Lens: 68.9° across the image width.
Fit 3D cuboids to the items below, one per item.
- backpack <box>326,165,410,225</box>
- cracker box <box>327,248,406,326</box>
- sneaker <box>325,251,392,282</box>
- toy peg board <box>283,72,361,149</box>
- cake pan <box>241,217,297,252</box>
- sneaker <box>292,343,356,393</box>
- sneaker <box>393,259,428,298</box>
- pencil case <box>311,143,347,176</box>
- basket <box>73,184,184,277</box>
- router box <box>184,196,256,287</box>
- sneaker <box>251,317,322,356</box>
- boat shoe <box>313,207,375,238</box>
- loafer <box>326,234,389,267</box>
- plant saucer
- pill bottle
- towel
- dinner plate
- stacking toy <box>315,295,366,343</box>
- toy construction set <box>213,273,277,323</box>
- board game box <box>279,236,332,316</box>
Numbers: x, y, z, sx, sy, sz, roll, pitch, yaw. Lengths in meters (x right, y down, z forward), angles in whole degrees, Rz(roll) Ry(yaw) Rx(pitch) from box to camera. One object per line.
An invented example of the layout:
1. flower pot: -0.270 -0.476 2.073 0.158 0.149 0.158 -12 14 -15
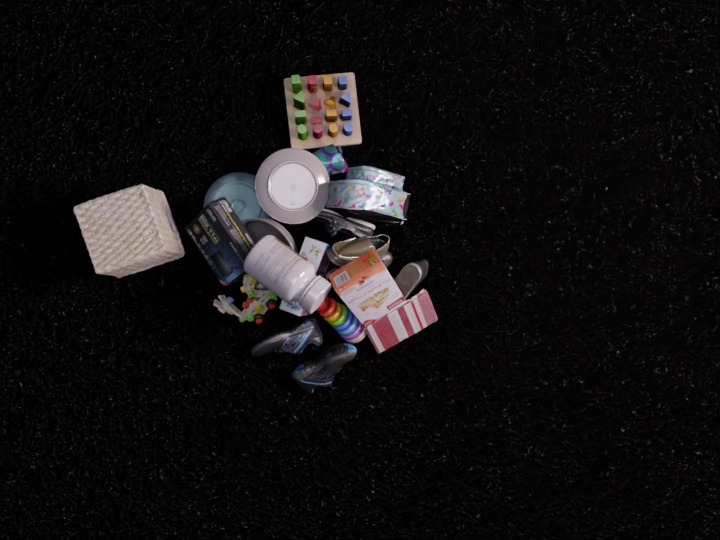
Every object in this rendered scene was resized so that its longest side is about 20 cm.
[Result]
1. backpack: 0.014 -0.198 1.388 0.200 0.177 0.151 0 97 -31
2. cracker box: 0.021 0.049 1.339 0.134 0.200 0.058 -31 50 4
3. sneaker: 0.000 0.000 1.456 0.200 0.090 0.067 -21 93 -4
4. toy peg board: -0.103 -0.446 1.437 0.199 0.098 0.200 -7 92 -4
5. cake pan: -0.251 -0.054 1.410 0.200 0.037 0.200 13 123 22
6. sneaker: -0.088 0.269 1.448 0.200 0.073 0.082 -29 103 20
7. sneaker: 0.118 0.052 1.481 0.075 0.106 0.200 49 116 10
8. pencil case: -0.134 -0.269 1.443 0.200 0.085 0.092 -29 66 -3
9. basket: -0.598 -0.101 1.373 0.200 0.161 0.198 -19 92 -6
10. router box: -0.362 -0.072 1.396 0.150 0.062 0.200 -32 93 41
11. sneaker: -0.202 0.203 1.452 0.200 0.073 0.082 -22 93 -3
12. boat shoe: -0.061 -0.121 1.458 0.199 0.075 0.066 17 84 -15
13. loafer: -0.002 -0.064 1.395 0.200 0.070 0.075 -16 62 -38
14. plant saucer: -0.336 -0.175 1.454 0.200 0.036 0.200 0 91 -5
15. pill bottle: -0.175 0.012 1.286 0.200 0.114 0.114 36 88 8
16. towel: 0.114 0.144 1.463 0.200 0.023 0.144 -29 136 -3
17. dinner plate: -0.179 -0.223 1.390 0.200 0.024 0.200 -1 98 -6
18. stacking toy: -0.064 0.120 1.409 0.085 0.085 0.200 -51 131 -2
19. toy construction set: -0.301 0.077 1.411 0.200 0.131 0.092 -33 52 30
20. board game box: -0.140 0.018 1.414 0.064 0.148 0.200 19 90 6
